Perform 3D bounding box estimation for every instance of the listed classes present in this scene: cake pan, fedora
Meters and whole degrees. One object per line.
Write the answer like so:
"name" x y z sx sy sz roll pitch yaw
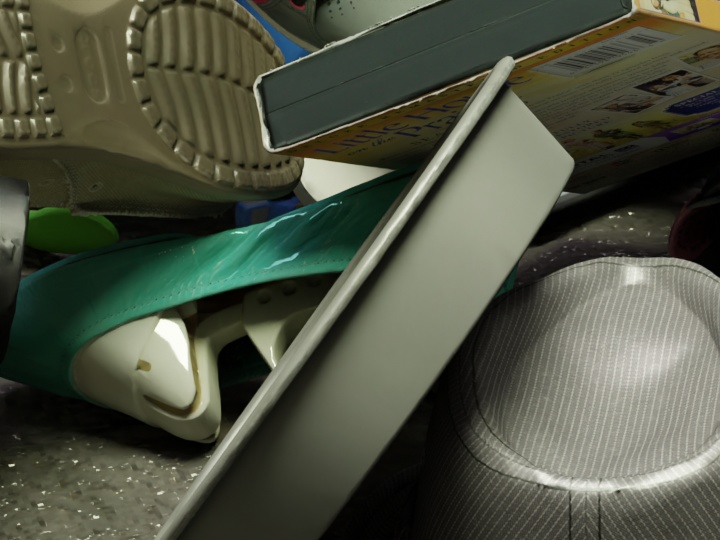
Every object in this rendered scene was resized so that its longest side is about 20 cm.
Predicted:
"cake pan" -0.002 0.028 0.867 0.037 0.201 0.200 36 30 -1
"fedora" 0.078 0.055 0.879 0.176 0.091 0.200 5 26 18

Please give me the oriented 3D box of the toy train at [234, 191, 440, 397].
"toy train" 0.000 0.000 1.086 0.046 0.034 0.200 -25 31 -16

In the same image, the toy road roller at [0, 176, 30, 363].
"toy road roller" -0.179 0.047 0.919 0.122 0.147 0.200 9 -14 -12

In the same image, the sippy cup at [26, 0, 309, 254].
"sippy cup" -0.091 -0.103 1.164 0.130 0.179 0.139 -2 10 41

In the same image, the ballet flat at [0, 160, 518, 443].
"ballet flat" -0.040 0.019 0.997 0.199 0.067 0.071 -17 53 11

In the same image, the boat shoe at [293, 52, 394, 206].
"boat shoe" 0.020 -0.097 1.121 0.072 0.069 0.201 23 65 -9

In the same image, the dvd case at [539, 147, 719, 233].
"dvd case" 0.064 -0.113 1.202 0.142 0.018 0.200 -21 67 -35

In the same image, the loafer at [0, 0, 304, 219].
"loafer" -0.096 -0.056 0.969 0.068 0.076 0.199 -16 -15 36

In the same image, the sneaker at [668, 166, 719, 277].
"sneaker" 0.149 -0.029 1.079 0.081 0.071 0.200 -2 23 -5

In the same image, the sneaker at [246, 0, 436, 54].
"sneaker" -0.047 -0.133 1.018 0.200 0.084 0.121 35 14 22

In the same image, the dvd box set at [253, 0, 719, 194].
"dvd box set" 0.079 -0.065 0.994 0.146 0.030 0.199 -20 -14 33
